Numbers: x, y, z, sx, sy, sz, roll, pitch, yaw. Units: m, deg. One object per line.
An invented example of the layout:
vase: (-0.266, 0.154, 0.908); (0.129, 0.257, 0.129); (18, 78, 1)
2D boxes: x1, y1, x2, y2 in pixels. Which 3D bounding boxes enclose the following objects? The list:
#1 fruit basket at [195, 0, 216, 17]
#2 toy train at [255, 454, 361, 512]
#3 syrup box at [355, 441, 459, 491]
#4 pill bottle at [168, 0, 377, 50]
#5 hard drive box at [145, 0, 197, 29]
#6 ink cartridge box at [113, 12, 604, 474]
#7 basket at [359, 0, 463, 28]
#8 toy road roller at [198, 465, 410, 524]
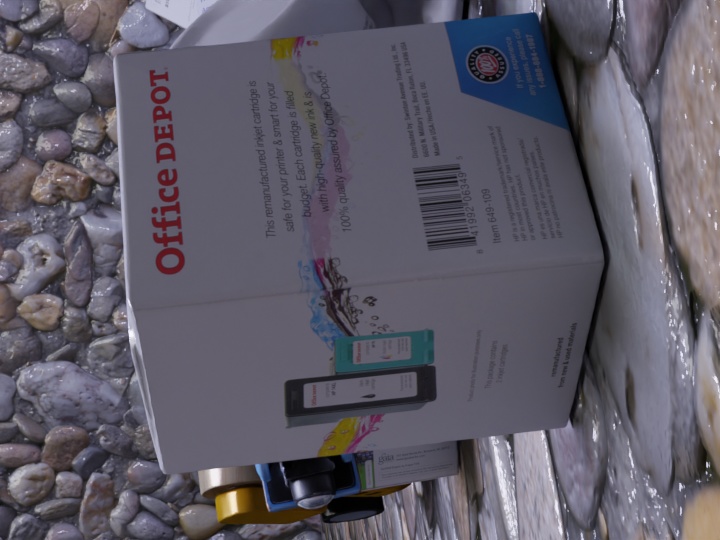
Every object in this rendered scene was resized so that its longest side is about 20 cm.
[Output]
fruit basket: (-0.038, -0.149, 1.151); (0.094, 0.185, 0.201); (21, -125, -60)
toy train: (-0.051, 0.077, 1.156); (0.114, 0.086, 0.201); (84, 172, -73)
syrup box: (0.023, 0.052, 1.173); (0.079, 0.081, 0.201); (-113, 17, -63)
pill bottle: (-0.011, -0.064, 0.894); (0.200, 0.114, 0.114); (54, -171, -26)
hard drive box: (-0.080, -0.256, 1.292); (0.200, 0.077, 0.156); (33, 120, 42)
ink cartridge box: (-0.007, -0.011, 0.749); (0.146, 0.199, 0.147); (91, 172, -55)
basket: (-0.011, -0.209, 0.951); (0.200, 0.135, 0.124); (92, 173, -54)
toy road roller: (-0.030, 0.141, 1.364); (0.146, 0.200, 0.123); (-28, 64, 45)
